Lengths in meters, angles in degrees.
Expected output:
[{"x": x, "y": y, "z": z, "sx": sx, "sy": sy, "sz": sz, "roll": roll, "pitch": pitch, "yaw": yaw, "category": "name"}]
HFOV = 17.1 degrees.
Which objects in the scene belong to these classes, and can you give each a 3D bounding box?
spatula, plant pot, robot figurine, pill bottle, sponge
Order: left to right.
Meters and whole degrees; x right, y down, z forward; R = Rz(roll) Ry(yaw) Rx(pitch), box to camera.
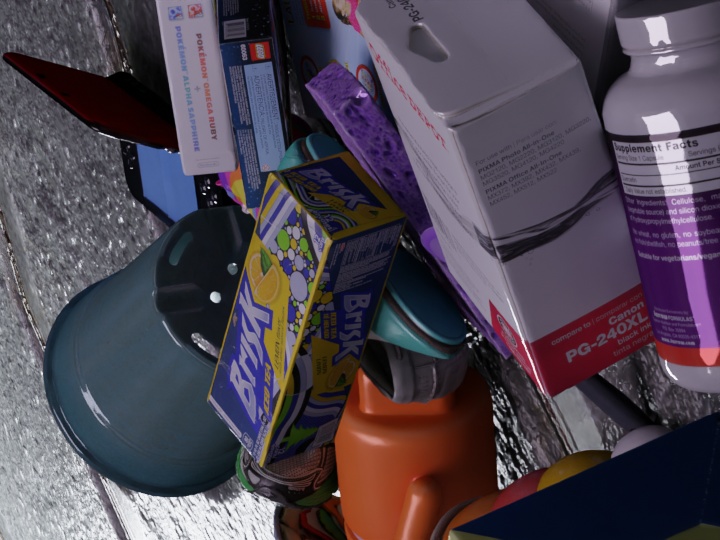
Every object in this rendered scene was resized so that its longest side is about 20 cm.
[{"x": -0.128, "y": 0.054, "z": 1.907, "sx": 0.201, "sy": 0.200, "sz": 0.196, "roll": 64, "pitch": 146, "yaw": 12, "category": "plant pot"}, {"x": 0.039, "y": 0.140, "z": 1.692, "sx": 0.144, "sy": 0.116, "sz": 0.201, "roll": 36, "pitch": 139, "yaw": 48, "category": "robot figurine"}, {"x": 0.037, "y": -0.040, "z": 1.530, "sx": 0.200, "sy": 0.030, "sz": 0.112, "roll": 54, "pitch": 179, "yaw": -19, "category": "sponge"}, {"x": 0.115, "y": 0.038, "z": 1.476, "sx": 0.200, "sy": 0.021, "sz": 0.056, "roll": 47, "pitch": 145, "yaw": -14, "category": "spatula"}, {"x": 0.191, "y": -0.044, "z": 1.242, "sx": 0.112, "sy": 0.112, "sz": 0.201, "roll": 9, "pitch": 117, "yaw": 62, "category": "pill bottle"}]

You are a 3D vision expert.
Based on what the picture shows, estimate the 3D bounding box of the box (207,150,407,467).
[{"x": -0.036, "y": 0.027, "z": 1.514, "sx": 0.070, "sy": 0.064, "sz": 0.201, "roll": 48, "pitch": 137, "yaw": 32, "category": "box"}]

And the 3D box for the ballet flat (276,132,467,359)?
[{"x": 0.000, "y": 0.000, "z": 1.563, "sx": 0.070, "sy": 0.067, "sz": 0.200, "roll": -51, "pitch": 56, "yaw": 26, "category": "ballet flat"}]

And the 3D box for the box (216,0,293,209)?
[{"x": -0.074, "y": -0.158, "z": 1.673, "sx": 0.200, "sy": 0.037, "sz": 0.137, "roll": -96, "pitch": -2, "yaw": -51, "category": "box"}]

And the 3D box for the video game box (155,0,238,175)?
[{"x": -0.118, "y": -0.192, "z": 1.740, "sx": 0.200, "sy": 0.047, "sz": 0.183, "roll": -93, "pitch": -1, "yaw": -64, "category": "video game box"}]

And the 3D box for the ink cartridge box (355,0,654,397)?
[{"x": 0.083, "y": -0.055, "z": 1.319, "sx": 0.145, "sy": 0.083, "sz": 0.201, "roll": 56, "pitch": 170, "yaw": 51, "category": "ink cartridge box"}]

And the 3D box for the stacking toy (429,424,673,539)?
[{"x": 0.142, "y": 0.161, "z": 1.518, "sx": 0.146, "sy": 0.146, "sz": 0.200, "roll": 58, "pitch": 137, "yaw": 24, "category": "stacking toy"}]

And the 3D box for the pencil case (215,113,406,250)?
[{"x": -0.028, "y": -0.027, "z": 1.744, "sx": 0.200, "sy": 0.088, "sz": 0.089, "roll": 52, "pitch": 151, "yaw": 34, "category": "pencil case"}]

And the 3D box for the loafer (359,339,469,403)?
[{"x": -0.006, "y": 0.013, "z": 1.619, "sx": 0.200, "sy": 0.070, "sz": 0.070, "roll": 47, "pitch": 139, "yaw": 33, "category": "loafer"}]

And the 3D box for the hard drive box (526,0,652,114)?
[{"x": 0.126, "y": -0.214, "z": 1.290, "sx": 0.156, "sy": 0.077, "sz": 0.201, "roll": 50, "pitch": 149, "yaw": 36, "category": "hard drive box"}]

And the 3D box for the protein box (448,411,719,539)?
[{"x": 0.161, "y": 0.226, "z": 1.408, "sx": 0.135, "sy": 0.198, "sz": 0.201, "roll": 49, "pitch": 149, "yaw": 38, "category": "protein box"}]

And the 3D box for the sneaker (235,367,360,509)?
[{"x": -0.034, "y": 0.093, "z": 1.741, "sx": 0.078, "sy": 0.200, "sz": 0.085, "roll": 18, "pitch": 134, "yaw": 7, "category": "sneaker"}]

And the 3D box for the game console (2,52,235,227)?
[{"x": -0.201, "y": -0.092, "z": 2.009, "sx": 0.200, "sy": 0.118, "sz": 0.173, "roll": 37, "pitch": 140, "yaw": 50, "category": "game console"}]

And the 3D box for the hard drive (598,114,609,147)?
[{"x": 0.130, "y": -0.048, "z": 1.458, "sx": 0.140, "sy": 0.038, "sz": 0.200, "roll": 62, "pitch": 155, "yaw": 17, "category": "hard drive"}]

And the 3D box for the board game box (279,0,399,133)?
[{"x": 0.009, "y": -0.193, "z": 1.572, "sx": 0.196, "sy": 0.056, "sz": 0.201, "roll": 19, "pitch": 125, "yaw": 60, "category": "board game box"}]

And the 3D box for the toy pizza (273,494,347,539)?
[{"x": 0.020, "y": 0.229, "z": 1.763, "sx": 0.032, "sy": 0.200, "sz": 0.200, "roll": -49, "pitch": 56, "yaw": 18, "category": "toy pizza"}]
